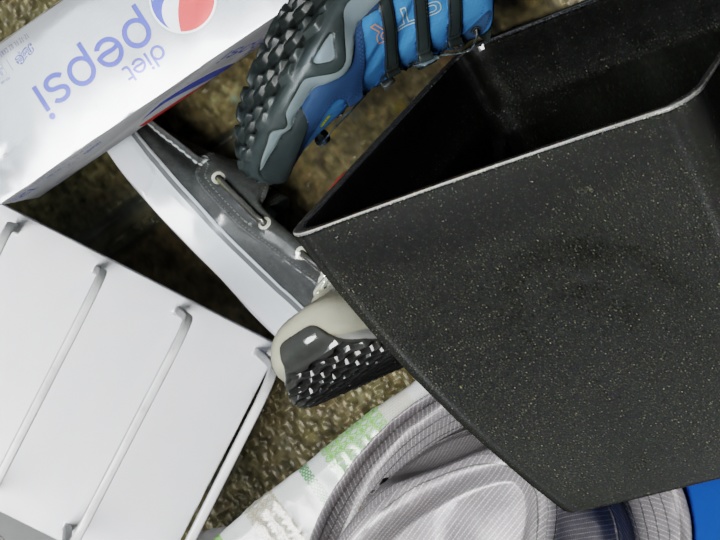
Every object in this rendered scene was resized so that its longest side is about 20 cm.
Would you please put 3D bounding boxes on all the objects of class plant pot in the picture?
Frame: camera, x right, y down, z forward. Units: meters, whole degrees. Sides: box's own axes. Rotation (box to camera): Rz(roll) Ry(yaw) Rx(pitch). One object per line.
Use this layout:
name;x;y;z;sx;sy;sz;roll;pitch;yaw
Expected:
plant pot;0.126;-0.013;1.073;0.199;0.200;0.178;-18;110;34

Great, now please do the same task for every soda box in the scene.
soda box;-0.108;-0.113;1.203;0.200;0.063;0.068;-34;88;12

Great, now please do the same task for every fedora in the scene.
fedora;0.051;0.140;1.149;0.200;0.090;0.177;-45;71;8

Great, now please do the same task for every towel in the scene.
towel;0.021;0.152;1.228;0.200;0.031;0.149;-37;82;5

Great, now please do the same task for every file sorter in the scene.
file sorter;-0.155;0.056;1.192;0.200;0.125;0.139;27;89;-6

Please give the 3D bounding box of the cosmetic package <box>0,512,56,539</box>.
cosmetic package;-0.250;0.154;1.340;0.166;0.200;0.168;-39;86;36

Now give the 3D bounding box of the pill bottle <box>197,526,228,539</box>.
pill bottle;-0.100;0.235;1.333;0.112;0.112;0.200;41;122;13

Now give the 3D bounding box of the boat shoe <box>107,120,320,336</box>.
boat shoe;-0.058;-0.022;1.253;0.057;0.069;0.200;-44;72;-1

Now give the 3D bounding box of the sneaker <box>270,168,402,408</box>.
sneaker;0.000;0.000;1.141;0.070;0.200;0.094;-32;83;27

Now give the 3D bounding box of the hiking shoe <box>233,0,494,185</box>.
hiking shoe;0.018;-0.113;1.125;0.087;0.074;0.200;30;105;-19

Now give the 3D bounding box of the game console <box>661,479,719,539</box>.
game console;0.254;0.164;1.152;0.200;0.118;0.171;-12;70;33
